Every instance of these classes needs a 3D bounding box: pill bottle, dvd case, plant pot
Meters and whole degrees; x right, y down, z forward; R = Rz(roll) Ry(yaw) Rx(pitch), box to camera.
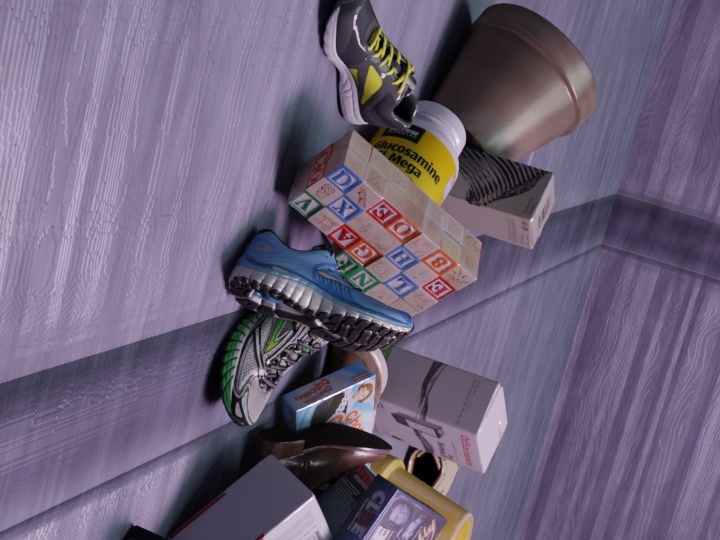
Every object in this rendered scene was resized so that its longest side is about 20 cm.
[{"bbox_3d":[0.046,-0.104,1.427,0.200,0.112,0.113,-58,156,-35],"label":"pill bottle"},{"bbox_3d":[-0.036,0.334,1.480,0.200,0.146,0.022,-48,124,-4],"label":"dvd case"},{"bbox_3d":[0.179,-0.220,1.615,0.174,0.200,0.200,-44,152,-18],"label":"plant pot"},{"bbox_3d":[0.051,0.376,1.763,0.201,0.188,0.201,-53,154,-40],"label":"plant pot"}]

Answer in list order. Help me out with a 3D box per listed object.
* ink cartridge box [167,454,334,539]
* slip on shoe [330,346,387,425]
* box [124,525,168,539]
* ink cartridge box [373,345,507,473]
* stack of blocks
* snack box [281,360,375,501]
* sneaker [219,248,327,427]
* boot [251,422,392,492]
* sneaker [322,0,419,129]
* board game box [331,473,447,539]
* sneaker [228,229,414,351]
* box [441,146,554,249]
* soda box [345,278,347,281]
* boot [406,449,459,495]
[{"bbox_3d":[-0.103,0.321,1.340,0.144,0.084,0.200,-37,137,-18],"label":"ink cartridge box"},{"bbox_3d":[-0.015,0.161,1.572,0.061,0.076,0.200,-47,156,-41],"label":"slip on shoe"},{"bbox_3d":[-0.154,0.351,1.227,0.044,0.160,0.200,-56,156,-37],"label":"box"},{"bbox_3d":[0.090,0.184,1.675,0.084,0.199,0.146,-63,159,-23],"label":"ink cartridge box"},{"bbox_3d":[0.018,-0.043,1.296,0.200,0.115,0.059,40,40,-25],"label":"stack of blocks"},{"bbox_3d":[-0.041,0.214,1.522,0.116,0.037,0.200,-23,135,-28],"label":"snack box"},{"bbox_3d":[-0.082,0.072,1.282,0.200,0.085,0.078,-64,160,-17],"label":"sneaker"},{"bbox_3d":[-0.065,0.284,1.454,0.186,0.064,0.201,6,105,-28],"label":"boot"},{"bbox_3d":[0.019,-0.223,1.291,0.075,0.084,0.200,-64,159,-23],"label":"sneaker"},{"bbox_3d":[0.002,0.334,1.362,0.200,0.035,0.135,-55,142,-5],"label":"board game box"},{"bbox_3d":[-0.030,0.015,1.245,0.078,0.200,0.090,-37,-147,55],"label":"sneaker"},{"bbox_3d":[0.139,-0.102,1.549,0.082,0.199,0.068,-63,159,-26],"label":"box"},{"bbox_3d":[0.000,0.000,1.464,0.200,0.068,0.064,-48,151,-48],"label":"soda box"},{"bbox_3d":[0.139,0.305,2.108,0.201,0.073,0.155,-64,163,-4],"label":"boot"}]
